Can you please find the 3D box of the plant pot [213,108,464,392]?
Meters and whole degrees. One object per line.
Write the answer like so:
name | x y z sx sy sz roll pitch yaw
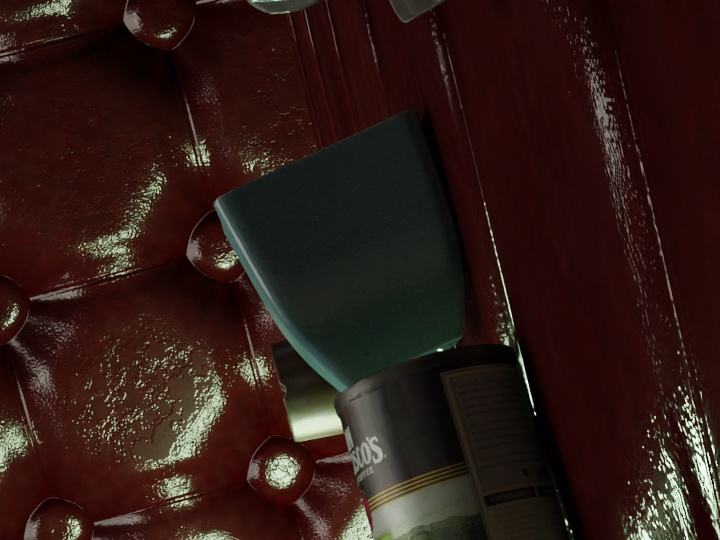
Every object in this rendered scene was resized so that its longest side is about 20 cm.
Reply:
plant pot | 0.000 0.000 1.481 0.196 0.195 0.201 102 142 -83

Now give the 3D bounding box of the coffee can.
coffee can | 0.075 0.174 1.221 0.146 0.145 0.202 86 169 -73

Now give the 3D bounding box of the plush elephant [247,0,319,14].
plush elephant | -0.076 -0.312 1.394 0.165 0.154 0.201 52 -170 -53

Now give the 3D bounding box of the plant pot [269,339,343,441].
plant pot | -0.025 0.158 2.441 0.200 0.196 0.202 166 90 -87

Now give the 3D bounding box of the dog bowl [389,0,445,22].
dog bowl | 0.028 -0.244 0.914 0.200 0.058 0.202 164 90 -87

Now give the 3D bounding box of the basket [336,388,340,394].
basket | 0.012 0.059 1.673 0.177 0.138 0.201 -111 37 -65
